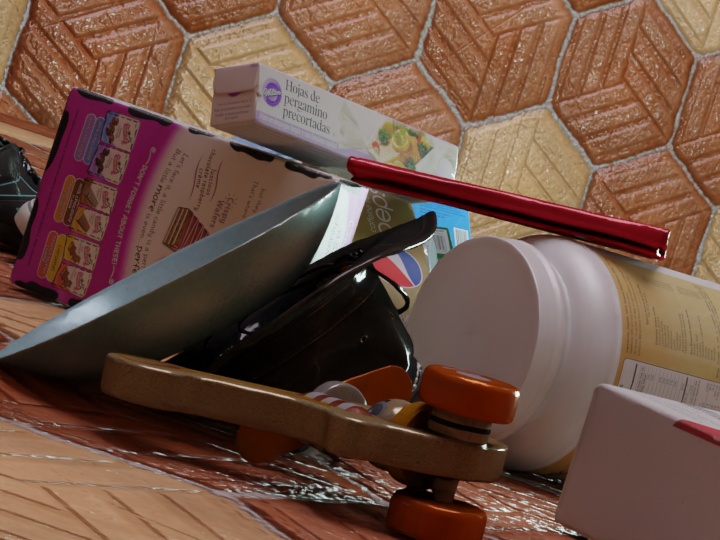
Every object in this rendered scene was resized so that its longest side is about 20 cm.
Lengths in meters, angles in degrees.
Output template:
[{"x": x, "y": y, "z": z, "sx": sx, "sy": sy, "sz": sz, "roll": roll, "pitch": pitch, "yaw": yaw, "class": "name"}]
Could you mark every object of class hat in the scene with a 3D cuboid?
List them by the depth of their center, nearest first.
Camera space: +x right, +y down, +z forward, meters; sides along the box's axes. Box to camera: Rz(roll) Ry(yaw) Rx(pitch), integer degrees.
[{"x": -0.029, "y": 0.048, "z": 1.369, "sx": 0.081, "sy": 0.200, "sz": 0.201, "roll": 62, "pitch": 0, "yaw": -6, "class": "hat"}]

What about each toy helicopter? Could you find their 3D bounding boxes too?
[{"x": -0.027, "y": 0.067, "z": 1.246, "sx": 0.199, "sy": 0.079, "sz": 0.132, "roll": 14, "pitch": 4, "yaw": -11, "class": "toy helicopter"}]

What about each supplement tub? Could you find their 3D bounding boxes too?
[{"x": 0.141, "y": 0.059, "z": 1.598, "sx": 0.200, "sy": 0.145, "sz": 0.145, "roll": 15, "pitch": 5, "yaw": -37, "class": "supplement tub"}]

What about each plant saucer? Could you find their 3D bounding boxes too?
[{"x": -0.091, "y": 0.015, "z": 1.334, "sx": 0.039, "sy": 0.201, "sz": 0.201, "roll": 63, "pitch": 3, "yaw": -6, "class": "plant saucer"}]

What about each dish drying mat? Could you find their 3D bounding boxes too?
[{"x": 0.091, "y": -0.038, "z": 1.594, "sx": 0.199, "sy": 0.018, "sz": 0.077, "roll": 13, "pitch": -1, "yaw": 7, "class": "dish drying mat"}]

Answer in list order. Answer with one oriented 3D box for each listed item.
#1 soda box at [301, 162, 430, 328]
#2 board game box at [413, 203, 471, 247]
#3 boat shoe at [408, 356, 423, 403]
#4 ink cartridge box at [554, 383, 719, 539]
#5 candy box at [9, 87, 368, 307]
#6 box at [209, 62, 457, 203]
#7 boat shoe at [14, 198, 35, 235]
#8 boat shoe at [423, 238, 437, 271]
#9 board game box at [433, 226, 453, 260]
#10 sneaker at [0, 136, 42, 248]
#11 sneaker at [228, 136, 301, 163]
[{"x": 0.000, "y": 0.000, "z": 1.707, "sx": 0.064, "sy": 0.068, "sz": 0.200, "roll": 17, "pitch": 35, "yaw": -23, "class": "soda box"}, {"x": -0.041, "y": -0.030, "z": 2.098, "sx": 0.195, "sy": 0.056, "sz": 0.200, "roll": -10, "pitch": -11, "yaw": 28, "class": "board game box"}, {"x": -0.032, "y": 0.057, "z": 1.531, "sx": 0.200, "sy": 0.072, "sz": 0.068, "roll": 16, "pitch": -25, "yaw": 50, "class": "boat shoe"}, {"x": 0.230, "y": 0.135, "z": 1.404, "sx": 0.200, "sy": 0.083, "sz": 0.147, "roll": 15, "pitch": 6, "yaw": -38, "class": "ink cartridge box"}, {"x": -0.110, "y": -0.022, "z": 1.657, "sx": 0.200, "sy": 0.137, "sz": 0.061, "roll": 21, "pitch": 5, "yaw": 23, "class": "candy box"}, {"x": -0.013, "y": -0.085, "z": 1.652, "sx": 0.041, "sy": 0.039, "sz": 0.200, "roll": -6, "pitch": -17, "yaw": 41, "class": "box"}, {"x": -0.162, "y": -0.031, "z": 1.885, "sx": 0.201, "sy": 0.072, "sz": 0.070, "roll": 16, "pitch": 32, "yaw": -48, "class": "boat shoe"}, {"x": 0.011, "y": 0.027, "z": 1.825, "sx": 0.091, "sy": 0.071, "sz": 0.200, "roll": -5, "pitch": -12, "yaw": 0, "class": "boat shoe"}, {"x": -0.047, "y": -0.005, "z": 1.877, "sx": 0.134, "sy": 0.029, "sz": 0.200, "roll": -23, "pitch": -20, "yaw": 39, "class": "board game box"}, {"x": -0.255, "y": -0.055, "z": 1.890, "sx": 0.075, "sy": 0.080, "sz": 0.200, "roll": 20, "pitch": 2, "yaw": 42, "class": "sneaker"}, {"x": -0.054, "y": -0.076, "z": 1.889, "sx": 0.199, "sy": 0.079, "sz": 0.090, "roll": -2, "pitch": 38, "yaw": -26, "class": "sneaker"}]
